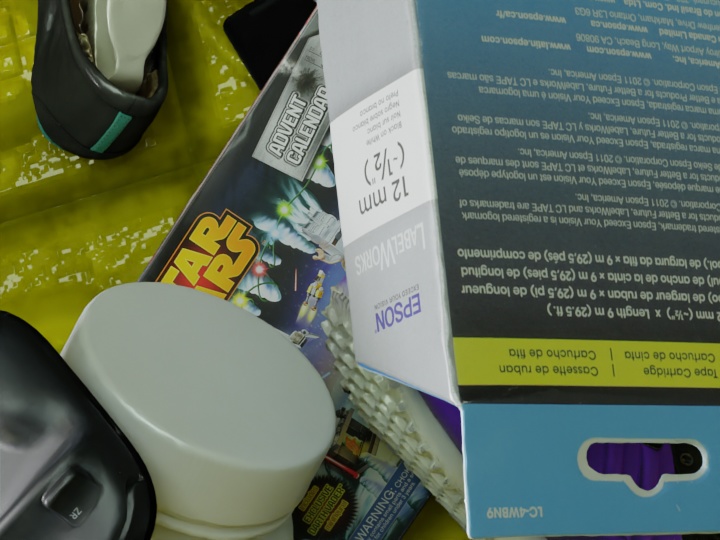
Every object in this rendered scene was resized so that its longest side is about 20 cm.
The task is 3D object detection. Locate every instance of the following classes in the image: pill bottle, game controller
[{"bbox_3d":[-0.093,0.109,0.826,0.113,0.113,0.200,39,120,19],"label":"pill bottle"},{"bbox_3d":[-0.155,0.107,0.756,0.200,0.042,0.104,-46,62,12],"label":"game controller"}]

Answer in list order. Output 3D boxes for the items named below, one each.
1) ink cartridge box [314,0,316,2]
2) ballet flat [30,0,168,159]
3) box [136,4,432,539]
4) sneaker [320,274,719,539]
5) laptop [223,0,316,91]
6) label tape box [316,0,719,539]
[{"bbox_3d":[0.064,-0.193,0.912,0.146,0.086,0.200,20,68,41],"label":"ink cartridge box"},{"bbox_3d":[-0.099,-0.145,0.972,0.068,0.068,0.201,5,74,-31],"label":"ballet flat"},{"bbox_3d":[0.000,0.000,0.876,0.137,0.040,0.200,33,97,-5],"label":"box"},{"bbox_3d":[0.071,0.055,0.842,0.099,0.070,0.200,-43,116,-7],"label":"sneaker"},{"bbox_3d":[0.074,-0.062,0.947,0.187,0.116,0.200,-31,42,0],"label":"laptop"},{"bbox_3d":[0.068,-0.008,0.780,0.143,0.066,0.201,2,76,-31],"label":"label tape box"}]
